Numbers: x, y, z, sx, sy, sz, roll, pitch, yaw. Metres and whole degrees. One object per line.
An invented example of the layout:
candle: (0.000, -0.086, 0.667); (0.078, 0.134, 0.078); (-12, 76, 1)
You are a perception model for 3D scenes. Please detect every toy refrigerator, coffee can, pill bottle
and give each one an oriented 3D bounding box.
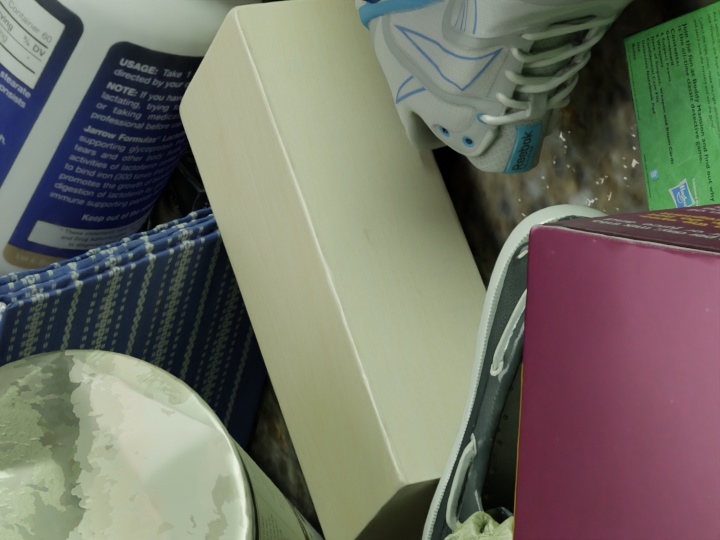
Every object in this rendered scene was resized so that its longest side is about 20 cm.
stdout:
toy refrigerator: (0.000, 0.000, 0.957); (0.076, 0.069, 0.201); (-54, 51, 55)
coffee can: (-0.079, 0.133, 0.935); (0.147, 0.146, 0.200); (65, -176, 29)
pill bottle: (-0.109, -0.100, 1.038); (0.201, 0.115, 0.116); (-56, 48, 33)

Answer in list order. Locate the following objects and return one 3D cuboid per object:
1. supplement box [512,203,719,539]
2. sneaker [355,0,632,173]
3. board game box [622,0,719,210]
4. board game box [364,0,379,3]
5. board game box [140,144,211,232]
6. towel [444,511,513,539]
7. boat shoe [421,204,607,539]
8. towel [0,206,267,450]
supplement box: (0.137, 0.051, 0.633); (0.103, 0.199, 0.132); (11, 101, 41)
sneaker: (0.058, -0.079, 0.864); (0.200, 0.074, 0.087); (173, 86, -72)
board game box: (0.137, 0.011, 0.799); (0.105, 0.023, 0.202); (-16, 80, 58)
board game box: (0.036, -0.225, 0.810); (0.199, 0.043, 0.201); (-38, 51, 35)
board game box: (-0.125, -0.035, 1.181); (0.200, 0.028, 0.136); (48, 131, 43)
towel: (0.054, 0.180, 0.859); (0.148, 0.037, 0.200); (36, 129, 4)
boat shoe: (0.061, 0.080, 0.857); (0.060, 0.075, 0.202); (-104, 16, -75)
towel: (-0.096, 0.044, 1.005); (0.024, 0.199, 0.146); (29, 119, 26)
